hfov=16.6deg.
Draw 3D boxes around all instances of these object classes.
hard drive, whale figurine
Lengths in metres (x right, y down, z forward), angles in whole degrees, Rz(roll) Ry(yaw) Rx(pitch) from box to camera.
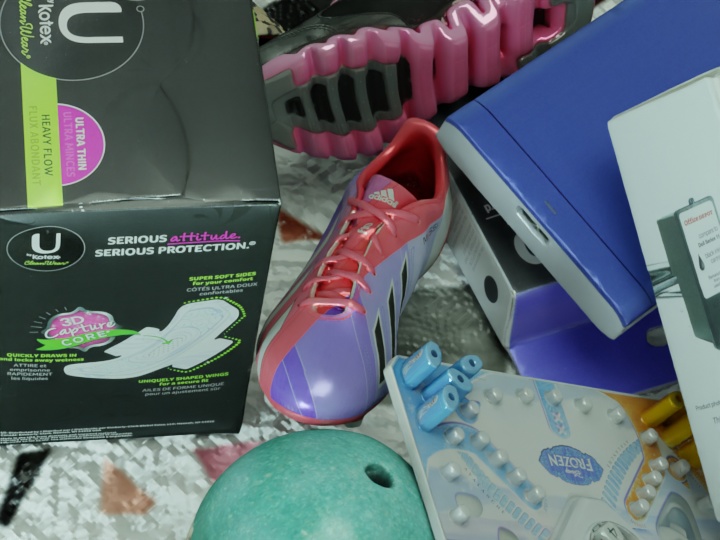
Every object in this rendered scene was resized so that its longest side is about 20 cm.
[{"bbox_3d":[0.151,-0.069,1.221,0.200,0.025,0.132,-35,79,-31],"label":"hard drive"},{"bbox_3d":[0.023,0.138,1.077,0.200,0.104,0.159,20,32,-8],"label":"whale figurine"}]

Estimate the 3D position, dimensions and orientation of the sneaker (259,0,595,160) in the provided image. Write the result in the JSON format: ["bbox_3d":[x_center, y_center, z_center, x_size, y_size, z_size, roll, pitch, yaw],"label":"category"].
[{"bbox_3d":[0.017,-0.123,1.232,0.200,0.079,0.095,-22,49,-24],"label":"sneaker"}]

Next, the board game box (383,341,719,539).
[{"bbox_3d":[0.116,0.130,1.092,0.200,0.026,0.200,11,49,-41],"label":"board game box"}]

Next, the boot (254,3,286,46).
[{"bbox_3d":[-0.143,-0.124,1.236,0.200,0.073,0.151,-20,53,-28],"label":"boot"}]

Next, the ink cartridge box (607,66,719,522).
[{"bbox_3d":[0.214,0.002,1.151,0.146,0.083,0.200,-11,84,-36],"label":"ink cartridge box"}]

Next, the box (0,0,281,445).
[{"bbox_3d":[-0.112,-0.032,1.113,0.124,0.200,0.149,-2,58,-11],"label":"box"}]

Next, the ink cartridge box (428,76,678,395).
[{"bbox_3d":[0.140,-0.038,1.254,0.198,0.043,0.200,-17,63,-19],"label":"ink cartridge box"}]

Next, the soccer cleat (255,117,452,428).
[{"bbox_3d":[0.000,0.000,1.148,0.067,0.077,0.200,16,32,9],"label":"soccer cleat"}]
